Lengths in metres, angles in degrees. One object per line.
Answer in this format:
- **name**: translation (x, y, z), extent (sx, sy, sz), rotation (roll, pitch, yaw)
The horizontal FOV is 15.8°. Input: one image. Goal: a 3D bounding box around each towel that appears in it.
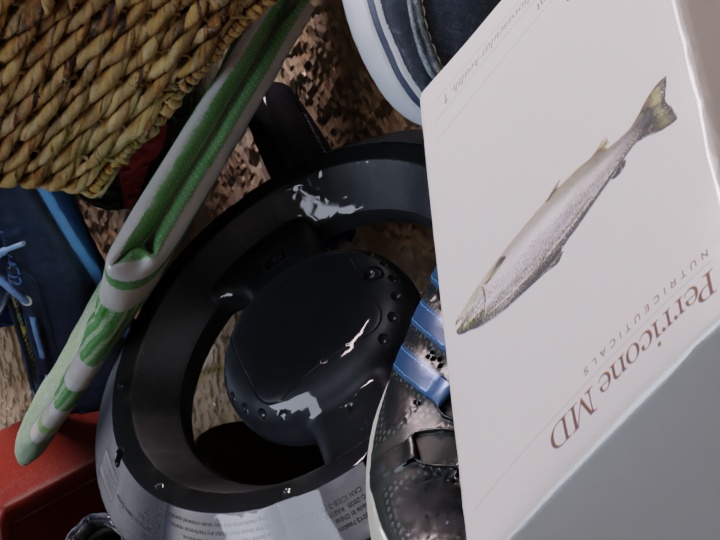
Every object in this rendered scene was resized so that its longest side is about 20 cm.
- **towel**: translation (-0.084, -0.016, 1.033), extent (0.153, 0.023, 0.200), rotation (-63, 7, -28)

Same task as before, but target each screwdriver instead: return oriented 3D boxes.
- **screwdriver**: translation (0.000, 0.000, 1.025), extent (0.029, 0.028, 0.200), rotation (76, 167, -54)

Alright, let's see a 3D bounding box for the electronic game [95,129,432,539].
- **electronic game**: translation (-0.012, 0.029, 0.940), extent (0.200, 0.200, 0.042), rotation (31, 165, 50)

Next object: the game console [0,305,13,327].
- **game console**: translation (-0.211, -0.070, 1.253), extent (0.118, 0.171, 0.200), rotation (-7, 87, 31)

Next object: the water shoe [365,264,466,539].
- **water shoe**: translation (0.047, 0.017, 0.831), extent (0.079, 0.071, 0.200), rotation (98, -176, -60)

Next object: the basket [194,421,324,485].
- **basket**: translation (-0.032, 0.171, 1.008), extent (0.136, 0.180, 0.200), rotation (26, 110, 41)

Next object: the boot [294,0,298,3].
- **boot**: translation (-0.025, -0.197, 0.977), extent (0.155, 0.072, 0.200), rotation (-7, 87, 61)

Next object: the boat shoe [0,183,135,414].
- **boat shoe**: translation (-0.151, -0.001, 1.143), extent (0.084, 0.069, 0.200), rotation (-116, 2, -54)

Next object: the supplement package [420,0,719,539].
- **supplement package**: translation (0.099, -0.003, 0.707), extent (0.117, 0.117, 0.200), rotation (-50, 28, 32)

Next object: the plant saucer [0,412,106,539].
- **plant saucer**: translation (-0.140, 0.170, 1.180), extent (0.037, 0.200, 0.200), rotation (-3, 96, 17)

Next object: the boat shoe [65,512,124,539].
- **boat shoe**: translation (-0.107, 0.208, 1.120), extent (0.071, 0.091, 0.200), rotation (-10, 61, 22)

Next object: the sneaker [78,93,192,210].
- **sneaker**: translation (-0.121, -0.131, 1.140), extent (0.096, 0.079, 0.200), rotation (40, 129, 48)

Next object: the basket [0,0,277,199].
- **basket**: translation (-0.135, -0.128, 0.951), extent (0.200, 0.149, 0.143), rotation (-41, 52, 53)

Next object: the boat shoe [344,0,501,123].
- **boat shoe**: translation (0.043, -0.146, 0.873), extent (0.091, 0.071, 0.200), rotation (13, 106, 60)
